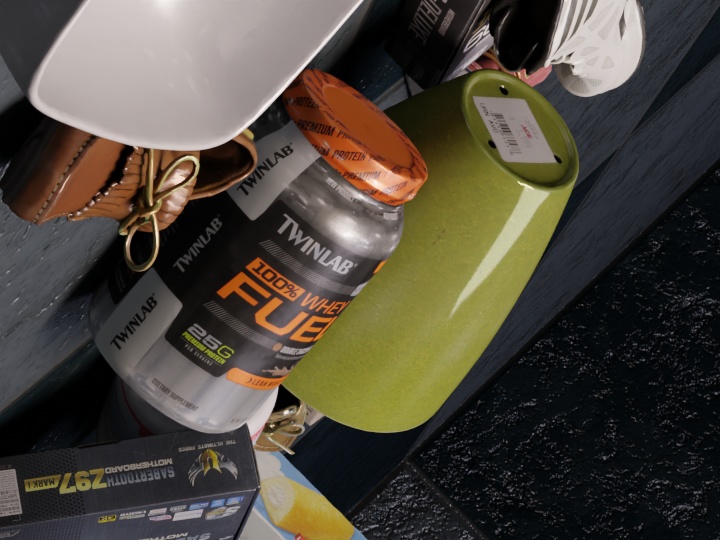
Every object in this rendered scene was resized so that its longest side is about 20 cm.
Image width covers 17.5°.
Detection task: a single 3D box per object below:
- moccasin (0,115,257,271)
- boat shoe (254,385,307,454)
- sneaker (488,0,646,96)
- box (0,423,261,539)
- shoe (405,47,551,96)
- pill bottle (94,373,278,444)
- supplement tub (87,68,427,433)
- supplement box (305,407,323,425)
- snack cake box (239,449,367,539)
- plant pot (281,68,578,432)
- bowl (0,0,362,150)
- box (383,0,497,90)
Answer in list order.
[{"bbox_3d":[-0.106,-0.050,1.126,0.074,0.078,0.201,-49,171,16],"label":"moccasin"},{"bbox_3d":[-0.076,0.081,1.704,0.073,0.063,0.201,-7,143,3],"label":"boat shoe"},{"bbox_3d":[0.122,-0.155,1.480,0.115,0.076,0.201,-34,160,-18],"label":"sneaker"},{"bbox_3d":[-0.174,0.160,1.516,0.198,0.051,0.158,-6,158,-16],"label":"box"},{"bbox_3d":[0.086,-0.143,1.667,0.091,0.071,0.200,-47,177,-4],"label":"shoe"},{"bbox_3d":[-0.126,0.107,1.626,0.109,0.109,0.200,-41,170,-28],"label":"pill bottle"},{"bbox_3d":[-0.059,-0.012,1.374,0.200,0.122,0.122,-50,170,18],"label":"supplement tub"},{"bbox_3d":[0.011,0.029,2.037,0.200,0.074,0.126,-52,169,34],"label":"supplement box"},{"bbox_3d":[-0.102,0.189,1.805,0.067,0.200,0.115,-36,167,-50],"label":"snack cake box"},{"bbox_3d":[0.041,-0.029,1.473,0.200,0.187,0.187,-44,175,38],"label":"plant pot"},{"bbox_3d":[-0.052,-0.147,0.905,0.200,0.075,0.200,-48,161,13],"label":"bowl"},{"bbox_3d":[0.113,-0.219,1.496,0.200,0.050,0.158,-42,170,-30],"label":"box"}]
